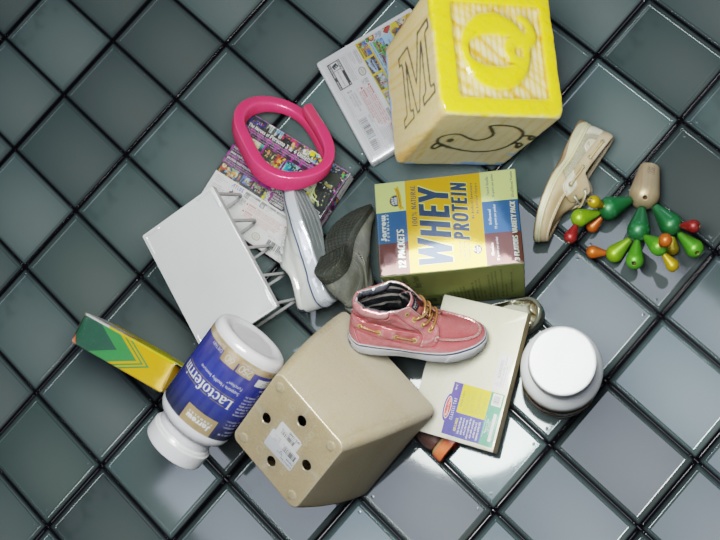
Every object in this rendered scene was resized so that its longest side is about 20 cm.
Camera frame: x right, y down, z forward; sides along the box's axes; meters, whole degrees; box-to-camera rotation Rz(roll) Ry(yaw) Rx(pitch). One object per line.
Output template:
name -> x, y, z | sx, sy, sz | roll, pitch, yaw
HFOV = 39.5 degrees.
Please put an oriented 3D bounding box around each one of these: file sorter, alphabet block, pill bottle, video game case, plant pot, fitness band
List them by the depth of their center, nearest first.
pill bottle -> 0.277, 0.138, 1.384 | 0.112, 0.200, 0.117 | -2, 77, 10
plant pot -> -0.054, 0.211, 1.399 | 0.200, 0.176, 0.201 | 46, 119, 16
pill bottle -> -0.206, 0.172, 1.408 | 0.115, 0.115, 0.201 | 40, 100, 16
alphabet block -> 0.159, -0.280, 1.469 | 0.192, 0.200, 0.200 | -2, 77, -17
file sorter -> -0.204, -0.002, 1.519 | 0.138, 0.124, 0.202 | -32, 82, 17
fitness band -> -0.121, -0.203, 1.567 | 0.141, 0.038, 0.201 | -14, 53, -22
video game case -> -0.140, -0.124, 1.601 | 0.198, 0.036, 0.183 | 31, 85, 15
video game case -> 0.051, -0.296, 1.614 | 0.180, 0.023, 0.202 | -29, 73, 3

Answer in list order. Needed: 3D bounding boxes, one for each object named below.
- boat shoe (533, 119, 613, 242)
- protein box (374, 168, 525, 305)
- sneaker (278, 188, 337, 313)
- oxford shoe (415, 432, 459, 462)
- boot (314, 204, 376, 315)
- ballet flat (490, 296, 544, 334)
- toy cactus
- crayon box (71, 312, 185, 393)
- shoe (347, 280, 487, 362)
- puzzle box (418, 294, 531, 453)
boat shoe -> 0.318, -0.128, 1.506 | 0.064, 0.072, 0.202 | 24, 77, 15
protein box -> 0.134, -0.041, 1.450 | 0.196, 0.199, 0.138 | -6, 75, 9
sneaker -> -0.094, -0.033, 1.520 | 0.070, 0.073, 0.203 | -23, 69, 22
oxford shoe -> 0.155, 0.180, 1.464 | 0.072, 0.071, 0.201 | 39, 87, 17
boot -> 0.000, 0.000, 1.526 | 0.067, 0.201, 0.131 | -20, 118, 31
ballet flat -> 0.176, 0.079, 1.486 | 0.197, 0.064, 0.069 | -15, 75, 7
toy cactus -> 0.409, -0.084, 1.474 | 0.197, 0.103, 0.168 | 10, 68, 18
crayon box -> -0.326, 0.140, 1.528 | 0.198, 0.127, 0.051 | 26, 83, 15
shoe -> 0.081, 0.069, 1.377 | 0.196, 0.092, 0.072 | 2, 47, -2
puzzle box -> 0.155, 0.145, 1.427 | 0.131, 0.025, 0.203 | 13, 81, 25
